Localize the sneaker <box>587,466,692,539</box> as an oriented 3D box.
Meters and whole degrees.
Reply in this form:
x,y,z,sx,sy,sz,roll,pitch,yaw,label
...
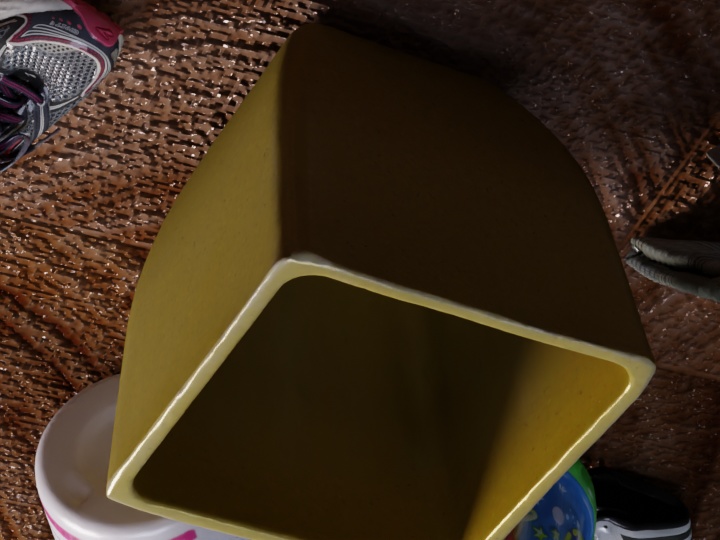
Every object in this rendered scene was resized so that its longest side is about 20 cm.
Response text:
x,y,z,sx,sy,sz,roll,pitch,yaw,label
0.100,0.165,1.731,0.199,0.076,0.116,-9,132,-7,sneaker

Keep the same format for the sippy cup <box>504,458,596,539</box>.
x,y,z,sx,sy,sz,roll,pitch,yaw,label
0.064,0.172,1.608,0.178,0.131,0.139,37,122,-27,sippy cup

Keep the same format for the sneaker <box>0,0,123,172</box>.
x,y,z,sx,sy,sz,roll,pitch,yaw,label
-0.191,-0.064,1.413,0.200,0.075,0.081,-33,133,28,sneaker

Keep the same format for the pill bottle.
x,y,z,sx,sy,sz,roll,pitch,yaw,label
-0.109,0.158,1.654,0.113,0.114,0.201,-7,139,3,pill bottle

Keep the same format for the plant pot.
x,y,z,sx,sy,sz,roll,pitch,yaw,label
0.000,0.000,1.411,0.195,0.201,0.194,16,136,-24,plant pot

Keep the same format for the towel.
x,y,z,sx,sy,sz,roll,pitch,yaw,label
0.247,0.004,1.485,0.191,0.200,0.035,7,95,-11,towel

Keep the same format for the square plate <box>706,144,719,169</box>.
x,y,z,sx,sy,sz,roll,pitch,yaw,label
0.291,-0.025,1.442,0.197,0.200,0.029,9,106,-15,square plate
